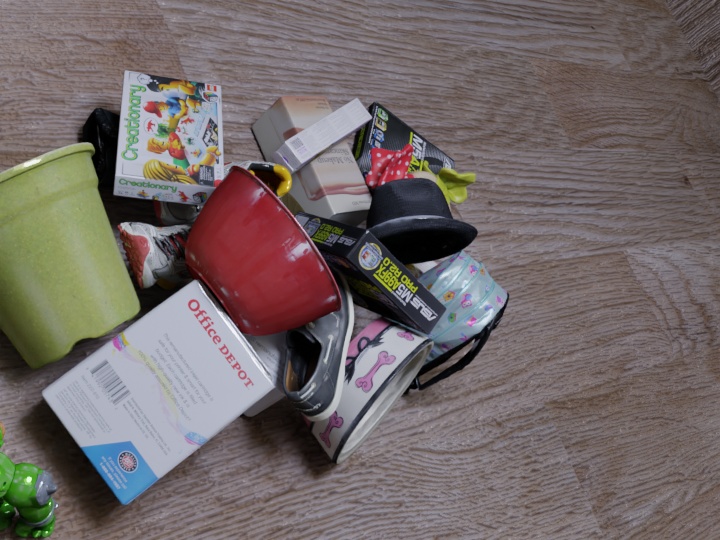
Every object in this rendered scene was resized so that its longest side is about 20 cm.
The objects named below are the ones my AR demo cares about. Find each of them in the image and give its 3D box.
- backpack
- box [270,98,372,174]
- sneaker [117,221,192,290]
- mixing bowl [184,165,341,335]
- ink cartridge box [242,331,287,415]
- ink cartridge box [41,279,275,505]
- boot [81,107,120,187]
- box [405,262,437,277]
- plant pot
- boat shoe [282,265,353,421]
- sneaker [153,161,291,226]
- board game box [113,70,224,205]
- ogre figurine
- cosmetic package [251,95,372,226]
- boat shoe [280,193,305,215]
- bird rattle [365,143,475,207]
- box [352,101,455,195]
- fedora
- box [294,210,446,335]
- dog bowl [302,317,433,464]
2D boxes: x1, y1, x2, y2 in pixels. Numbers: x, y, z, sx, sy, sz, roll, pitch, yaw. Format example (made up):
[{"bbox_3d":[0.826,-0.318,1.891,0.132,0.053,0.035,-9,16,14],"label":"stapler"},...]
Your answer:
[{"bbox_3d":[0.113,0.066,1.306,0.127,0.200,0.167,43,43,-11],"label":"backpack"},{"bbox_3d":[-0.053,-0.194,1.313,0.042,0.039,0.200,51,42,-3],"label":"box"},{"bbox_3d":[-0.223,-0.028,1.064,0.200,0.081,0.079,16,51,-86],"label":"sneaker"},{"bbox_3d":[-0.124,-0.003,1.010,0.108,0.200,0.201,-38,92,-14],"label":"mixing bowl"},{"bbox_3d":[-0.136,0.055,1.153,0.144,0.084,0.201,41,41,-17],"label":"ink cartridge box"},{"bbox_3d":[-0.212,0.127,0.976,0.199,0.085,0.145,-37,91,-14],"label":"ink cartridge box"},{"bbox_3d":[-0.276,-0.186,1.200,0.167,0.076,0.203,18,59,-39],"label":"boot"},{"bbox_3d":[0.101,0.007,1.444,0.199,0.039,0.042,38,43,-18],"label":"box"},{"bbox_3d":[-0.331,-0.006,0.963,0.200,0.199,0.186,-34,99,-49],"label":"plant pot"},{"bbox_3d":[-0.054,0.074,1.087,0.067,0.071,0.202,38,45,-40],"label":"boat shoe"},{"bbox_3d":[-0.174,-0.106,1.157,0.199,0.082,0.079,-22,103,-40],"label":"sneaker"},{"bbox_3d":[-0.232,-0.163,1.114,0.125,0.035,0.202,6,46,-17],"label":"board game box"},{"bbox_3d":[-0.361,0.196,0.832,0.200,0.120,0.099,42,42,-15],"label":"ogre figurine"},{"bbox_3d":[-0.070,-0.155,1.368,0.103,0.087,0.202,-12,72,-48],"label":"cosmetic package"},{"bbox_3d":[-0.083,-0.016,1.295,0.202,0.063,0.073,54,36,-9],"label":"boat shoe"},{"bbox_3d":[0.093,-0.105,1.392,0.199,0.112,0.165,3,83,-55],"label":"bird rattle"},{"bbox_3d":[0.071,-0.159,1.535,0.192,0.047,0.202,32,46,-22],"label":"box"},{"bbox_3d":[0.067,-0.073,1.274,0.199,0.200,0.093,5,70,-41],"label":"fedora"},{"bbox_3d":[0.000,0.000,1.176,0.160,0.199,0.044,44,78,-29],"label":"box"},{"bbox_3d":[0.005,0.147,1.166,0.074,0.201,0.200,37,39,13],"label":"dog bowl"}]
